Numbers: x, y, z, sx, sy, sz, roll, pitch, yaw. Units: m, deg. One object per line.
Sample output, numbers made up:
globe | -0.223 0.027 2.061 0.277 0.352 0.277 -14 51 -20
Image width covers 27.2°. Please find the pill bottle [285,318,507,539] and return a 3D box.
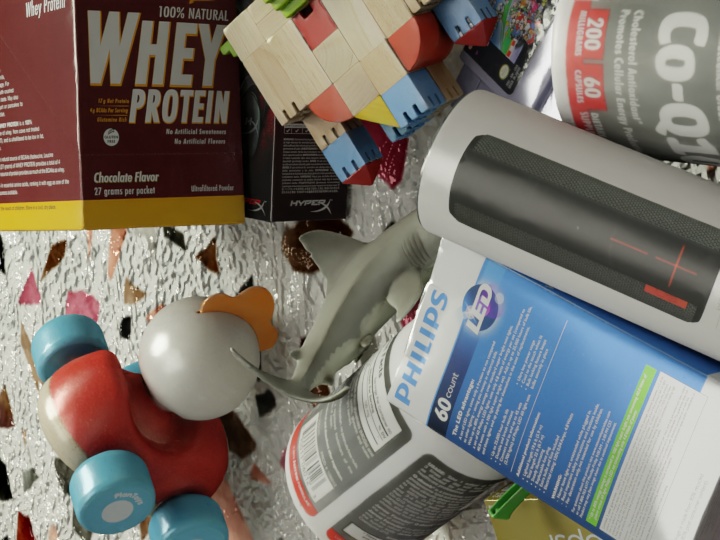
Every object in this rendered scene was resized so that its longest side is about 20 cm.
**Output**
pill bottle | 0.046 0.097 0.956 0.200 0.115 0.117 -43 61 41

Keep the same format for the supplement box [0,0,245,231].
supplement box | -0.193 -0.132 1.092 0.196 0.132 0.203 1 94 53

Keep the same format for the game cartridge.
game cartridge | 0.131 -0.151 0.904 0.130 0.038 0.201 47 126 31

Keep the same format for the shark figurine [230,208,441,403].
shark figurine | -0.016 0.016 0.976 0.089 0.215 0.128 44 149 0

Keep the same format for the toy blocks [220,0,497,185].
toy blocks | 0.008 -0.144 0.954 0.199 0.100 0.138 -36 85 33

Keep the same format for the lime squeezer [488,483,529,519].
lime squeezer | 0.134 0.052 0.848 0.038 0.070 0.202 -94 20 -75

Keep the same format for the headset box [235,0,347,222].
headset box | -0.078 -0.145 1.114 0.148 0.077 0.203 13 104 48

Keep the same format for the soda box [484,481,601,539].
soda box | 0.169 0.143 0.844 0.199 0.067 0.065 -11 101 49

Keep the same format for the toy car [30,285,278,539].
toy car | -0.132 0.093 1.168 0.199 0.177 0.185 -39 46 12

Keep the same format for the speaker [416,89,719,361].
speaker | 0.131 -0.020 0.748 0.198 0.081 0.082 26 113 24

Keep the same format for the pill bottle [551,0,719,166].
pill bottle | 0.206 -0.106 0.743 0.198 0.113 0.116 10 100 38

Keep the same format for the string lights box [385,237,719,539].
string lights box | 0.114 0.066 0.780 0.199 0.059 0.104 31 109 36
